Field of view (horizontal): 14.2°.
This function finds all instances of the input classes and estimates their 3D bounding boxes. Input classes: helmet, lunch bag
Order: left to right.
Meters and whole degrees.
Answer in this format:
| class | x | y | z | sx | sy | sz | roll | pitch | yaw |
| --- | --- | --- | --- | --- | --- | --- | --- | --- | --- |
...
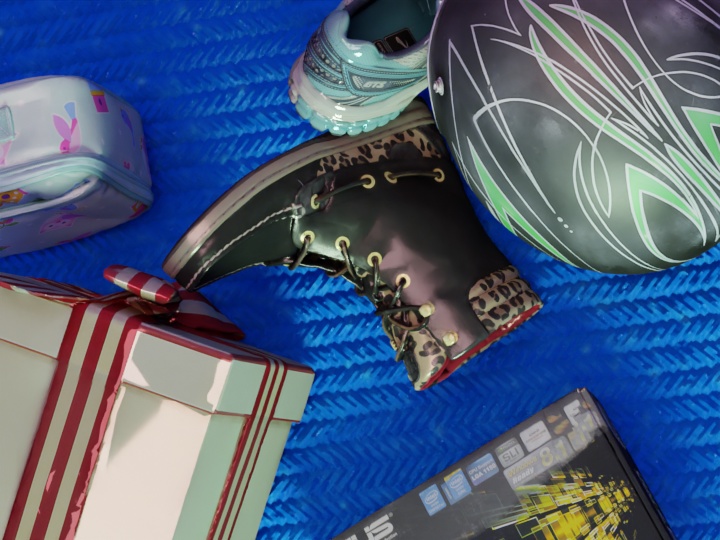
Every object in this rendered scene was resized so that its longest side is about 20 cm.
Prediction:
| class | x | y | z | sx | sy | sz | roll | pitch | yaw |
| --- | --- | --- | --- | --- | --- | --- | --- | --- | --- |
| lunch bag | -0.232 | -0.053 | 1.693 | 0.199 | 0.160 | 0.077 | -14 | 80 | 11 |
| helmet | 0.136 | -0.095 | 1.590 | 0.199 | 0.191 | 0.201 | -1 | 83 | 9 |

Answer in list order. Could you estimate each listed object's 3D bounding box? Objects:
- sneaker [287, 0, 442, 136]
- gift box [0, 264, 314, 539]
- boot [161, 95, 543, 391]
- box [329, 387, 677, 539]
| class | x | y | z | sx | sy | sz | roll | pitch | yaw |
| --- | --- | --- | --- | --- | --- | --- | --- | --- | --- |
| sneaker | 0.051 | -0.150 | 1.643 | 0.200 | 0.086 | 0.078 | -36 | 74 | -28 |
| gift box | -0.154 | 0.088 | 1.648 | 0.199 | 0.185 | 0.188 | 19 | 90 | 11 |
| boot | 0.000 | 0.000 | 1.642 | 0.200 | 0.073 | 0.151 | -29 | 80 | -36 |
| box | 0.085 | 0.186 | 1.634 | 0.199 | 0.049 | 0.162 | -31 | 63 | 8 |
